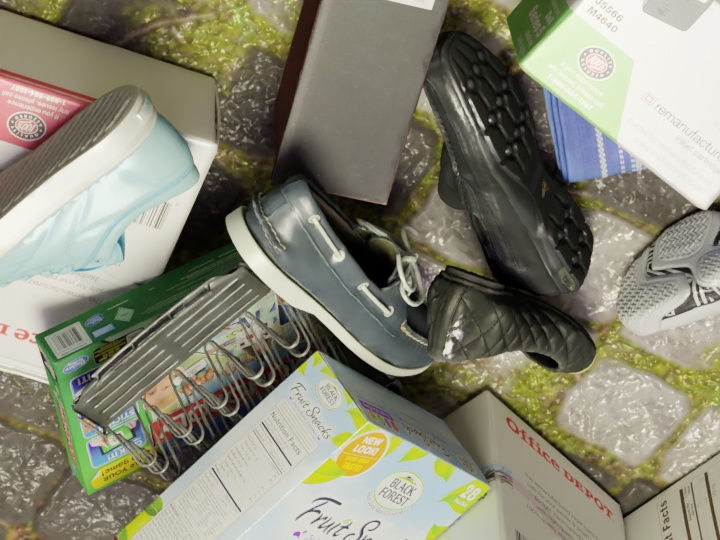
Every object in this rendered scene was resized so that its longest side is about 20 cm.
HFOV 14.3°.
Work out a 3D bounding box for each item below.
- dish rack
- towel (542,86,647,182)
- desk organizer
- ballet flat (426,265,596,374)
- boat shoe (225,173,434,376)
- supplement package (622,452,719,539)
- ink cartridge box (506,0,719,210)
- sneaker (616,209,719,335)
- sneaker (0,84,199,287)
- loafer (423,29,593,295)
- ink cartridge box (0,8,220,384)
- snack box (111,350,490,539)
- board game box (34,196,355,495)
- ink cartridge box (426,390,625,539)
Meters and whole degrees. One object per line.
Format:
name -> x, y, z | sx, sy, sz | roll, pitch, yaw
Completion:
dish rack -> -0.077, 0.075, 1.707 | 0.153, 0.055, 0.200 | -41, 151, 5
towel -> 0.206, -0.124, 1.705 | 0.200, 0.024, 0.145 | -9, 126, 4
desk organizer -> 0.004, -0.145, 1.647 | 0.072, 0.077, 0.200 | 10, 124, -10
ballet flat -> 0.088, 0.039, 1.748 | 0.200, 0.066, 0.057 | 22, 90, -60
boat shoe -> 0.000, 0.000, 1.688 | 0.062, 0.075, 0.200 | -36, 136, 17
supplement package -> 0.268, 0.196, 1.878 | 0.200, 0.120, 0.121 | -38, 120, 22
ink cartridge box -> 0.203, -0.160, 1.617 | 0.145, 0.084, 0.200 | 36, 109, -17
sneaker -> 0.264, 0.007, 1.769 | 0.200, 0.075, 0.115 | -30, 122, 19
sneaker -> -0.177, -0.018, 1.631 | 0.200, 0.074, 0.082 | -33, 117, 21
loafer -> 0.075, -0.059, 1.716 | 0.070, 0.068, 0.201 | -6, 133, 29
ink cartridge box -> -0.185, -0.038, 1.713 | 0.146, 0.085, 0.200 | 17, 121, -14
snack box -> -0.042, 0.156, 1.736 | 0.200, 0.068, 0.169 | -44, 148, 10
board game box -> -0.093, 0.047, 1.744 | 0.200, 0.029, 0.135 | -26, 142, -15
ink cartridge box -> 0.079, 0.214, 1.833 | 0.145, 0.200, 0.147 | -35, 120, 23
